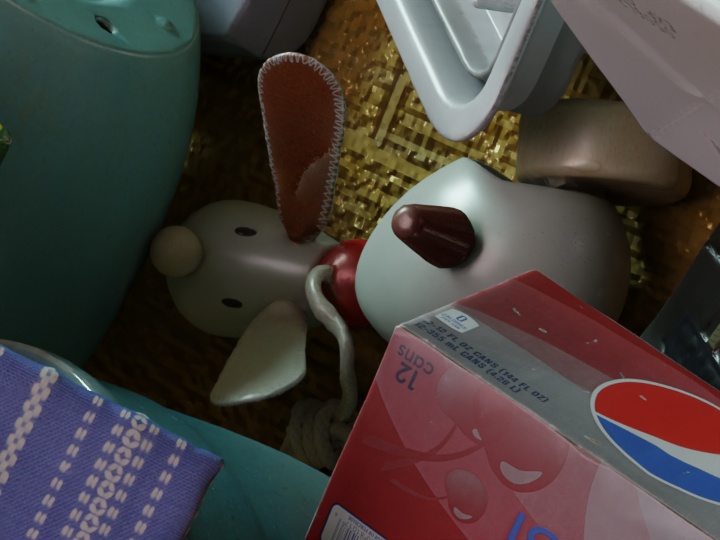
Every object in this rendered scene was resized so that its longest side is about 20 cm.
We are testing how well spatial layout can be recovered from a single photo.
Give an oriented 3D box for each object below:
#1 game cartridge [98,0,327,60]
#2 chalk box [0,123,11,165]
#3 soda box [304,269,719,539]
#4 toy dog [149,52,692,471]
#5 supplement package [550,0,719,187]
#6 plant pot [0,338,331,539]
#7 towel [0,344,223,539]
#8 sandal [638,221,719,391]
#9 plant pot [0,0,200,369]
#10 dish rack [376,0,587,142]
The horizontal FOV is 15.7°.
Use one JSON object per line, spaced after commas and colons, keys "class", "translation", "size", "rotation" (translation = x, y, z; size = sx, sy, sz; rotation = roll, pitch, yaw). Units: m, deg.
{"class": "game cartridge", "translation": [-0.039, -0.171, 0.885], "size": [0.133, 0.041, 0.202], "rotation": [11, 85, 44]}
{"class": "chalk box", "translation": [-0.198, 0.014, 0.655], "size": [0.124, 0.123, 0.201], "rotation": [42, 108, 49]}
{"class": "soda box", "translation": [0.089, 0.082, 0.579], "size": [0.199, 0.070, 0.064], "rotation": [35, 116, 22]}
{"class": "toy dog", "translation": [0.000, 0.000, 0.740], "size": [0.199, 0.096, 0.133], "rotation": [-26, 59, 39]}
{"class": "supplement package", "translation": [0.142, -0.107, 0.564], "size": [0.200, 0.120, 0.121], "rotation": [-46, 44, -2]}
{"class": "plant pot", "translation": [-0.040, 0.135, 0.670], "size": [0.199, 0.187, 0.202], "rotation": [-18, 64, 43]}
{"class": "towel", "translation": [-0.147, 0.059, 0.562], "size": [0.146, 0.199, 0.024], "rotation": [-64, -1, 8]}
{"class": "sandal", "translation": [0.113, 0.025, 0.643], "size": [0.201, 0.057, 0.080], "rotation": [-47, 43, 33]}
{"class": "plant pot", "translation": [-0.144, -0.051, 0.817], "size": [0.161, 0.200, 0.201], "rotation": [-51, 46, 23]}
{"class": "dish rack", "translation": [0.051, -0.151, 0.683], "size": [0.172, 0.043, 0.201], "rotation": [-112, 35, -46]}
